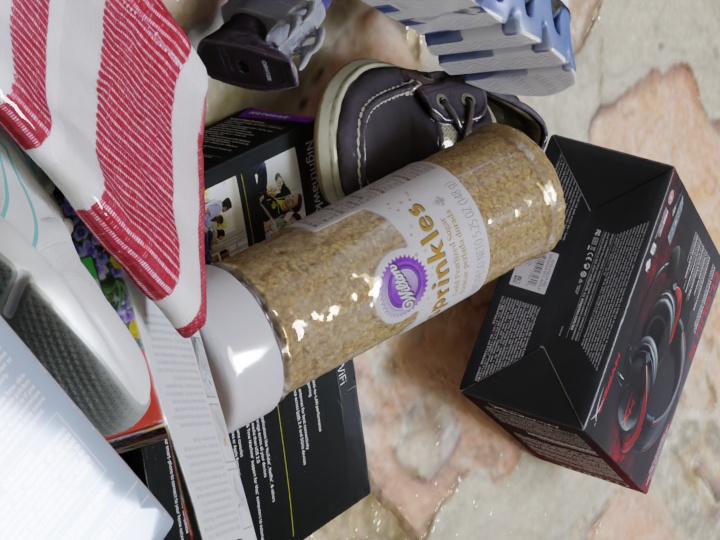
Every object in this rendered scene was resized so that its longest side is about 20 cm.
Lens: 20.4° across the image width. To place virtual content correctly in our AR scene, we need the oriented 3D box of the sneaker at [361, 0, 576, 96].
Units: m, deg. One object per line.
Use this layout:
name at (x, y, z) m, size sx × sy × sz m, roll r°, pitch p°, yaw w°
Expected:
sneaker at (0.043, -0.170, 0.909) m, size 0.199 × 0.080 × 0.116 m, roll 37°, pitch 57°, yaw -54°

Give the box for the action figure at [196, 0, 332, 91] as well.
action figure at (-0.011, -0.164, 0.942) m, size 0.200 × 0.069 × 0.131 m, roll -47°, pitch 122°, yaw -38°

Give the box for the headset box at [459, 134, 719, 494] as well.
headset box at (0.137, 0.032, 1.121) m, size 0.150 × 0.075 × 0.200 m, roll -69°, pitch 157°, yaw -10°

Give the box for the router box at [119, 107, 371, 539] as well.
router box at (-0.068, 0.043, 0.929) m, size 0.149 × 0.051 × 0.201 m, roll -28°, pitch 119°, yaw -45°

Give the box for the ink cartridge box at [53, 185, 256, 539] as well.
ink cartridge box at (-0.092, 0.031, 0.752) m, size 0.109 × 0.050 × 0.201 m, roll 30°, pitch 44°, yaw -82°

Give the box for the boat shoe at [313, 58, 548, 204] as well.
boat shoe at (0.038, -0.067, 0.987) m, size 0.200 × 0.064 × 0.073 m, roll -10°, pitch 102°, yaw -66°

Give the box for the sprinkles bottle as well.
sprinkles bottle at (0.000, 0.000, 0.880) m, size 0.199 × 0.068 × 0.069 m, roll -28°, pitch 119°, yaw -33°

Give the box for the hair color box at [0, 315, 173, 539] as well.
hair color box at (-0.159, 0.030, 0.632) m, size 0.061 × 0.099 × 0.200 m, roll -50°, pitch 117°, yaw -30°

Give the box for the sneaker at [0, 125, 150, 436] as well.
sneaker at (-0.130, -0.033, 0.668) m, size 0.201 × 0.070 × 0.080 m, roll 51°, pitch 46°, yaw -11°

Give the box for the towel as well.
towel at (-0.105, -0.088, 0.685) m, size 0.200 × 0.023 × 0.145 m, roll 54°, pitch 21°, yaw -39°
